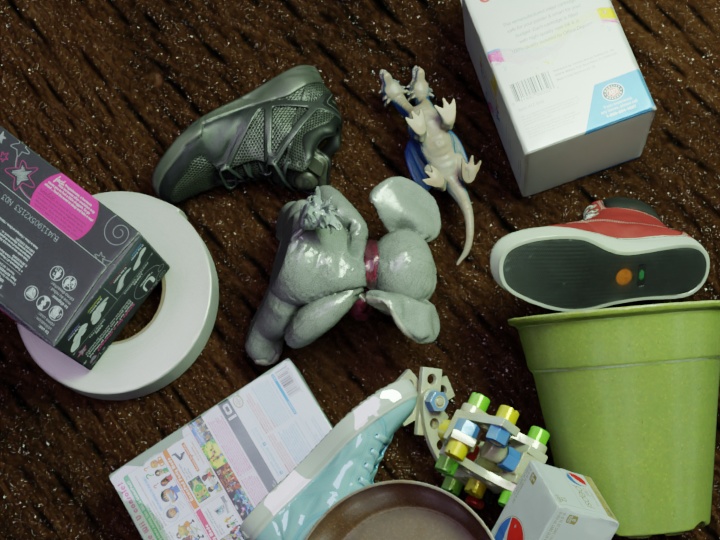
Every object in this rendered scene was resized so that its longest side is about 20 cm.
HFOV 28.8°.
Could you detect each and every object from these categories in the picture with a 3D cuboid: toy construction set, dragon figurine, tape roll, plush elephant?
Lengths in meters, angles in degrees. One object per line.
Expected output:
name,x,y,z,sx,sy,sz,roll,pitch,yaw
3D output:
toy construction set,0.093,0.153,1.226,0.130,0.200,0.093,33,87,-21
dragon figurine,0.076,-0.110,1.350,0.058,0.099,0.202,-23,92,-2
tape roll,-0.236,0.023,1.360,0.200,0.037,0.206,-2,75,7
plush elephant,0.000,0.000,1.284,0.153,0.200,0.166,18,63,-11

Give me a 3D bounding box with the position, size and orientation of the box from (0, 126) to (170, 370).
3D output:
box,-0.299,-0.023,1.302,0.199,0.115,0.133,36,82,16

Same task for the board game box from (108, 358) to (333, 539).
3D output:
board game box,-0.107,0.200,1.283,0.199,0.064,0.148,-32,74,-4

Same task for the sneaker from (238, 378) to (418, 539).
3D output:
sneaker,-0.010,0.184,1.212,0.200,0.074,0.082,-46,79,7

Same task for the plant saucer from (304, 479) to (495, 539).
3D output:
plant saucer,0.033,0.273,1.132,0.198,0.034,0.203,-7,73,23

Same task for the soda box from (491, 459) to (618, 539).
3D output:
soda box,0.132,0.261,1.150,0.063,0.068,0.202,17,110,-22

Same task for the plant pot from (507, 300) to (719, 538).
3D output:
plant pot,0.234,0.129,1.214,0.197,0.200,0.193,-4,85,5

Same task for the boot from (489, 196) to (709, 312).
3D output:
boot,0.196,-0.025,1.270,0.197,0.144,0.073,0,114,-15

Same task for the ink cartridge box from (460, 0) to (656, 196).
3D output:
ink cartridge box,0.180,-0.198,1.329,0.127,0.125,0.202,-18,73,1

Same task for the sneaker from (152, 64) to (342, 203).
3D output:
sneaker,-0.102,-0.107,1.361,0.198,0.076,0.115,-30,67,-8
